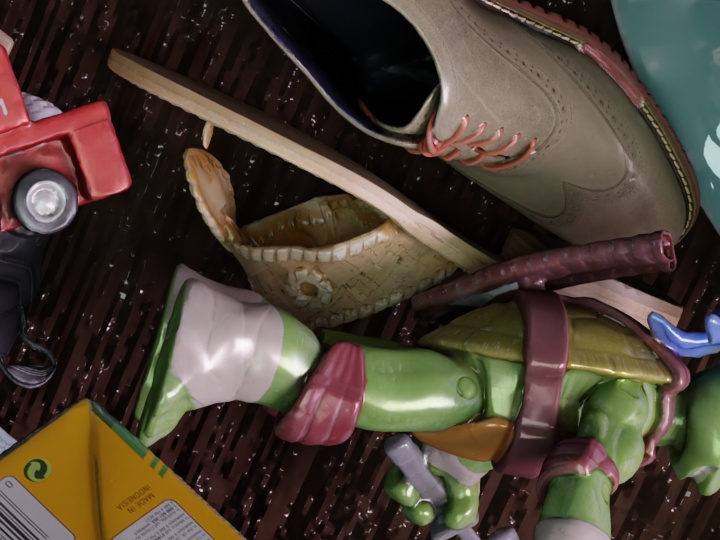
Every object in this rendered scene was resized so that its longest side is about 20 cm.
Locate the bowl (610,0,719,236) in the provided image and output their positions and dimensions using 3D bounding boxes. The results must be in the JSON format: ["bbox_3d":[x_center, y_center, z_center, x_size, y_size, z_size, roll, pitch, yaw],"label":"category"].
[{"bbox_3d":[0.173,-0.056,0.864,0.105,0.201,0.201,-31,104,-9],"label":"bowl"}]

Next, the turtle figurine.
[{"bbox_3d":[0.021,0.077,0.874,0.194,0.144,0.200,17,125,-7],"label":"turtle figurine"}]

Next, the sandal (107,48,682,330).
[{"bbox_3d":[0.001,0.001,0.930,0.211,0.078,0.070,24,96,-10],"label":"sandal"}]

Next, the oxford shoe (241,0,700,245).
[{"bbox_3d":[0.030,-0.053,0.899,0.200,0.075,0.070,36,129,-22],"label":"oxford shoe"}]

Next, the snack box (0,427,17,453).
[{"bbox_3d":[-0.173,0.089,0.949,0.200,0.037,0.116,39,61,-11],"label":"snack box"}]

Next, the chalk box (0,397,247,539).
[{"bbox_3d":[-0.084,0.164,0.852,0.125,0.124,0.200,-35,147,-24],"label":"chalk box"}]

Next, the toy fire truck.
[{"bbox_3d":[-0.137,-0.071,0.861,0.200,0.049,0.141,-20,94,-13],"label":"toy fire truck"}]

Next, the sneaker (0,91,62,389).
[{"bbox_3d":[-0.192,-0.002,0.905,0.200,0.075,0.114,-1,84,-16],"label":"sneaker"}]
